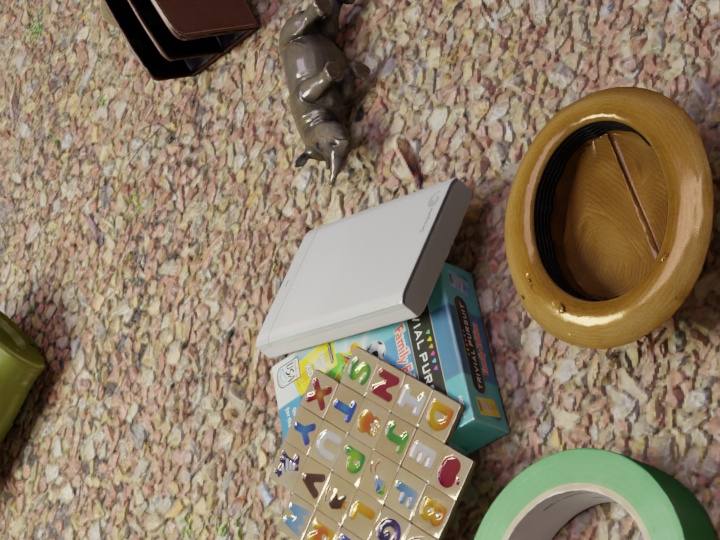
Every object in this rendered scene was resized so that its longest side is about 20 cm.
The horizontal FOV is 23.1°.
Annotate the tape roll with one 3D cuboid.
[{"bbox_3d":[0.163,0.229,1.259,0.200,0.048,0.201,-21,59,39],"label":"tape roll"}]

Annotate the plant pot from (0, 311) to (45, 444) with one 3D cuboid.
[{"bbox_3d":[-0.435,0.127,1.828,0.193,0.200,0.200,-47,44,3],"label":"plant pot"}]

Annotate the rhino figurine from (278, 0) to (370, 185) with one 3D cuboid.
[{"bbox_3d":[-0.034,-0.164,1.623,0.087,0.060,0.200,-39,49,46],"label":"rhino figurine"}]

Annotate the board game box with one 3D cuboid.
[{"bbox_3d":[0.019,0.105,1.461,0.200,0.047,0.151,-34,51,31],"label":"board game box"}]

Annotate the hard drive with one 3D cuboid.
[{"bbox_3d":[0.000,0.000,1.494,0.200,0.027,0.132,-17,40,49],"label":"hard drive"}]

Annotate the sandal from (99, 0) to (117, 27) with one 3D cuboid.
[{"bbox_3d":[-0.192,-0.343,1.875,0.212,0.078,0.070,-48,14,10],"label":"sandal"}]

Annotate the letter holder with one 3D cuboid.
[{"bbox_3d":[-0.217,-0.297,1.747,0.100,0.142,0.200,-31,84,33],"label":"letter holder"}]

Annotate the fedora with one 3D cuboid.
[{"bbox_3d":[0.198,-0.035,1.314,0.200,0.082,0.201,-14,69,40],"label":"fedora"}]

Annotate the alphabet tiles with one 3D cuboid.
[{"bbox_3d":[0.006,0.159,1.413,0.200,0.006,0.167,27,94,45],"label":"alphabet tiles"}]
